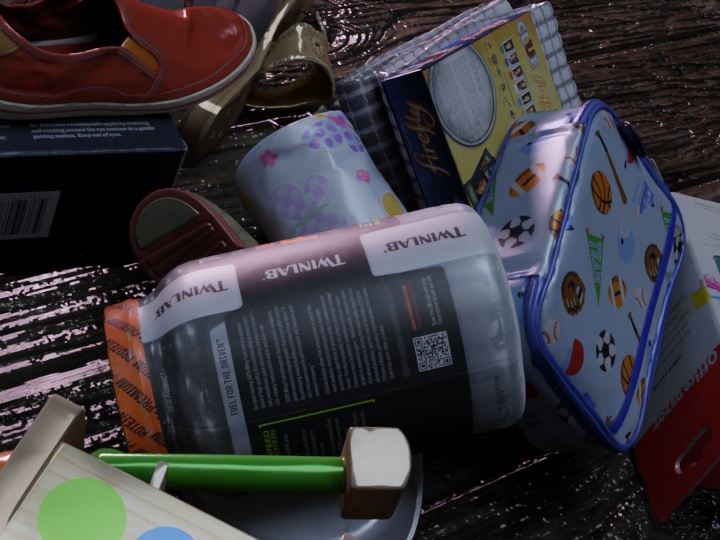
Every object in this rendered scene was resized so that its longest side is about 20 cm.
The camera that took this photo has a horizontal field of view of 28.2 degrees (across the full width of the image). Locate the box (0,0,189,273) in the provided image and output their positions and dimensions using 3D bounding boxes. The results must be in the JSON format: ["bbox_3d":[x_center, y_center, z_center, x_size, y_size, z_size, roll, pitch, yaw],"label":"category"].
[{"bbox_3d":[-0.236,-0.097,0.882,0.199,0.104,0.183,-4,50,-32],"label":"box"}]

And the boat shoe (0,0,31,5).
[{"bbox_3d":[-0.257,-0.150,0.794,0.074,0.069,0.200,33,41,9],"label":"boat shoe"}]

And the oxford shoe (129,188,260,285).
[{"bbox_3d":[-0.054,0.030,0.860,0.201,0.070,0.075,54,12,2],"label":"oxford shoe"}]

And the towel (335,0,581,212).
[{"bbox_3d":[0.078,-0.090,1.001,0.200,0.085,0.167,-35,110,-46],"label":"towel"}]

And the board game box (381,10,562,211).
[{"bbox_3d":[0.096,-0.051,0.923,0.135,0.034,0.201,-34,108,-46],"label":"board game box"}]

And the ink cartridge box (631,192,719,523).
[{"bbox_3d":[0.227,0.060,0.949,0.067,0.117,0.201,13,43,-19],"label":"ink cartridge box"}]

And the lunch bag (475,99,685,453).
[{"bbox_3d":[0.137,0.003,0.878,0.160,0.075,0.201,48,51,-34],"label":"lunch bag"}]

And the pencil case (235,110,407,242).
[{"bbox_3d":[0.000,0.000,0.891,0.083,0.091,0.201,-5,61,-57],"label":"pencil case"}]

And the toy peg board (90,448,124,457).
[{"bbox_3d":[-0.119,0.191,0.641,0.199,0.098,0.199,37,41,14],"label":"toy peg board"}]

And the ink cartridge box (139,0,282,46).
[{"bbox_3d":[-0.143,-0.255,1.067,0.200,0.146,0.083,45,39,21],"label":"ink cartridge box"}]

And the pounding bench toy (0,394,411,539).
[{"bbox_3d":[-0.084,0.122,0.578,0.155,0.125,0.201,26,55,6],"label":"pounding bench toy"}]

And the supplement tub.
[{"bbox_3d":[-0.024,0.044,0.733,0.198,0.123,0.123,-12,49,-6],"label":"supplement tub"}]

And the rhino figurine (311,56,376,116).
[{"bbox_3d":[-0.008,-0.071,1.009,0.087,0.060,0.200,39,44,-1],"label":"rhino figurine"}]

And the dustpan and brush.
[{"bbox_3d":[-0.010,0.146,0.776,0.139,0.057,0.201,-23,59,-11],"label":"dustpan and brush"}]

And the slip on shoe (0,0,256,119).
[{"bbox_3d":[-0.141,-0.134,0.846,0.199,0.061,0.074,-13,52,-39],"label":"slip on shoe"}]

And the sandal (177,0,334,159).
[{"bbox_3d":[-0.054,-0.138,1.050,0.069,0.078,0.212,32,49,3],"label":"sandal"}]
